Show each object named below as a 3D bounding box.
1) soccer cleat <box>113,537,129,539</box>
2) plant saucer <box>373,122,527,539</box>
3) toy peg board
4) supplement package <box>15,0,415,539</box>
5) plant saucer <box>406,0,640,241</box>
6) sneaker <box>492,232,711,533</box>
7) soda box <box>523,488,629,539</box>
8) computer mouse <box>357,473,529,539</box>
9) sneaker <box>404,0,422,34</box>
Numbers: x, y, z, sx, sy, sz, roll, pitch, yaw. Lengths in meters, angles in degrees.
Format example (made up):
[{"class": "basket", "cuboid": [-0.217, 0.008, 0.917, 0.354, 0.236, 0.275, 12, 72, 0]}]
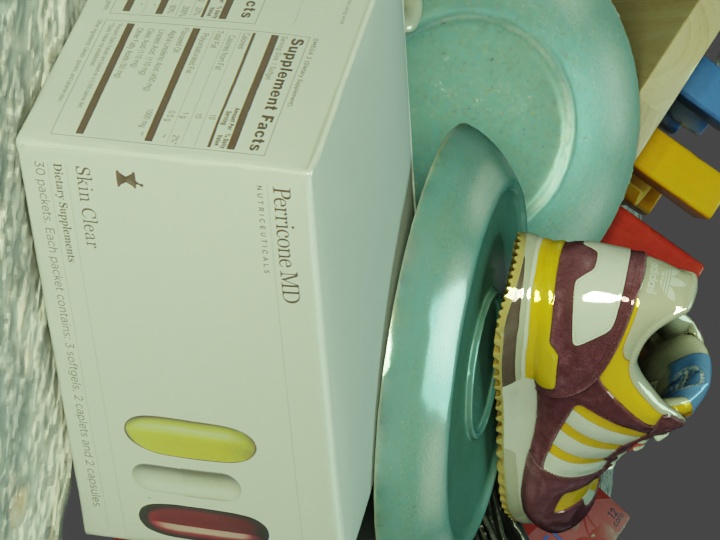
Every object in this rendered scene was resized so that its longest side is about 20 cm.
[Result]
[{"class": "soccer cleat", "cuboid": [-0.061, 0.093, 1.142, 0.201, 0.068, 0.086, -68, 169, -45]}, {"class": "plant saucer", "cuboid": [0.043, 0.038, 1.143, 0.200, 0.027, 0.202, 7, 90, -78]}, {"class": "toy peg board", "cuboid": [0.131, -0.037, 1.392, 0.200, 0.098, 0.200, -56, -167, -3]}, {"class": "supplement package", "cuboid": [-0.046, -0.013, 1.037, 0.156, 0.110, 0.201, -72, 162, -47]}, {"class": "plant saucer", "cuboid": [0.043, -0.067, 1.238, 0.039, 0.200, 0.202, -153, -114, -72]}, {"class": "sneaker", "cuboid": [0.109, 0.061, 1.186, 0.200, 0.089, 0.075, 78, 24, -57]}, {"class": "soda box", "cuboid": [0.055, 0.176, 1.338, 0.200, 0.063, 0.070, -48, -179, -43]}, {"class": "computer mouse", "cuboid": [-0.006, 0.102, 1.210, 0.046, 0.199, 0.141, -32, -108, 56]}, {"class": "sneaker", "cuboid": [-0.017, -0.174, 1.130, 0.201, 0.099, 0.075, 79, 23, -51]}]
